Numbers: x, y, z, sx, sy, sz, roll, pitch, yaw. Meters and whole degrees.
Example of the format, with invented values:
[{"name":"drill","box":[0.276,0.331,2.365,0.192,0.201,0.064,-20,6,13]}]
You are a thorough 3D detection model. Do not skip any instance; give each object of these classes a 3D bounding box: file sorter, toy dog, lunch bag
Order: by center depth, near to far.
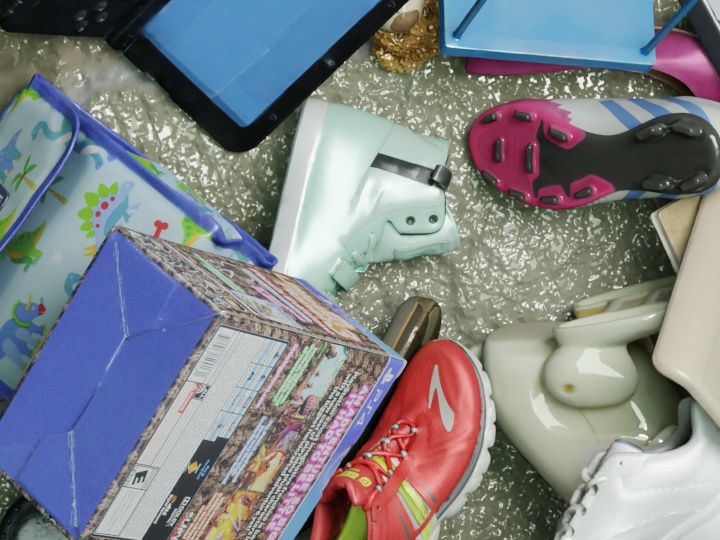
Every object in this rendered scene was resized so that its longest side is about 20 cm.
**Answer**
[{"name":"file sorter","box":[0.128,-0.241,1.659,0.138,0.123,0.201,3,72,-14]},{"name":"lunch bag","box":[-0.183,-0.005,1.677,0.200,0.127,0.170,38,92,26]},{"name":"toy dog","box":[0.157,0.124,1.716,0.193,0.140,0.201,-16,95,5]}]

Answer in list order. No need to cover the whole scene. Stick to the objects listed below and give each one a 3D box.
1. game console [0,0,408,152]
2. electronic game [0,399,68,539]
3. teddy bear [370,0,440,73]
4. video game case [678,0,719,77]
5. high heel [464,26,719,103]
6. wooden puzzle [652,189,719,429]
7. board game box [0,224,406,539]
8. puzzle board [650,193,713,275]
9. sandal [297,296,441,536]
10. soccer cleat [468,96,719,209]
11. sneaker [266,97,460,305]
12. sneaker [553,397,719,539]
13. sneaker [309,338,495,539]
[{"name":"game console","box":[-0.090,-0.171,1.647,0.200,0.176,0.117,-42,69,29]},{"name":"electronic game","box":[-0.193,0.176,1.730,0.199,0.042,0.201,0,88,-11]},{"name":"teddy bear","box":[-0.013,-0.214,1.714,0.145,0.067,0.201,-27,95,-1]},{"name":"video game case","box":[0.314,-0.132,1.733,0.180,0.025,0.201,-33,96,-29]},{"name":"high heel","box":[0.168,-0.120,1.738,0.199,0.067,0.096,31,86,6]},{"name":"wooden puzzle","box":[0.273,0.059,1.647,0.200,0.186,0.046,44,131,-18]},{"name":"board game box","box":[-0.095,0.079,1.585,0.097,0.200,0.160,38,101,32]},{"name":"puzzle board","box":[0.283,-0.009,1.737,0.200,0.017,0.151,-29,99,-32]},{"name":"sandal","box":[-0.019,0.095,1.728,0.054,0.082,0.200,31,87,15]},{"name":"soccer cleat","box":[0.164,-0.076,1.714,0.086,0.199,0.070,-17,107,-49]},{"name":"sneaker","box":[0.000,0.000,1.720,0.118,0.074,0.201,12,89,1]},{"name":"sneaker","box":[0.153,0.153,1.630,0.200,0.075,0.087,-37,101,-5]},{"name":"sneaker","box":[0.018,0.133,1.681,0.077,0.085,0.201,19,83,39]}]
